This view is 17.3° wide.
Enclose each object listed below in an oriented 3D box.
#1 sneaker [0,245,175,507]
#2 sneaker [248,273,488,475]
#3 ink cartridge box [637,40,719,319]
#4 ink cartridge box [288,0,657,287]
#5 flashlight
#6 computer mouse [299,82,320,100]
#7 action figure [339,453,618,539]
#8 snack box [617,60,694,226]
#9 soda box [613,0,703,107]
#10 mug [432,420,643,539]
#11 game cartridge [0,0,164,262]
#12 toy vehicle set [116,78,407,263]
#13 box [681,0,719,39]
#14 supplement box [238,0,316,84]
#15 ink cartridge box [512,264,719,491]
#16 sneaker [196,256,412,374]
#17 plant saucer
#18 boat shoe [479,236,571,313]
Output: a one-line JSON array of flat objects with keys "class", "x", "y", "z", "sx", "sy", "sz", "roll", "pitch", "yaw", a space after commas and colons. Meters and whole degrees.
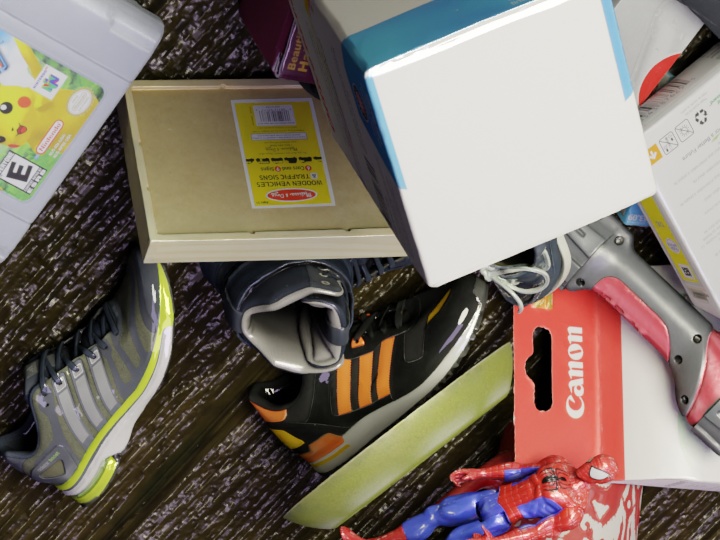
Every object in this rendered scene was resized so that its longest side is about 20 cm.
[{"class": "sneaker", "x": -0.184, "y": 0.069, "z": 1.608, "sx": 0.081, "sy": 0.074, "sz": 0.201, "roll": 16, "pitch": 112, "yaw": -23}, {"class": "sneaker", "x": 0.002, "y": 0.059, "z": 1.643, "sx": 0.090, "sy": 0.070, "sz": 0.200, "roll": 37, "pitch": 122, "yaw": -13}, {"class": "ink cartridge box", "x": 0.287, "y": -0.067, "z": 1.626, "sx": 0.197, "sy": 0.047, "sz": 0.201, "roll": -39, "pitch": 116, "yaw": -18}, {"class": "ink cartridge box", "x": 0.056, "y": -0.120, "z": 1.370, "sx": 0.145, "sy": 0.200, "sz": 0.147, "roll": -22, "pitch": 124, "yaw": -6}, {"class": "flashlight", "x": 0.203, "y": 0.040, "z": 1.661, "sx": 0.068, "sy": 0.200, "sz": 0.068, "roll": -42, "pitch": 170, "yaw": -34}, {"class": "computer mouse", "x": 0.036, "y": -0.098, "z": 1.522, "sx": 0.059, "sy": 0.200, "sz": 0.034, "roll": -19, "pitch": 134, "yaw": -54}, {"class": "action figure", "x": 0.085, "y": 0.169, "z": 1.634, "sx": 0.199, "sy": 0.066, "sz": 0.052, "roll": -21, "pitch": 139, "yaw": 8}, {"class": "snack box", "x": 0.286, "y": -0.084, "z": 1.691, "sx": 0.199, "sy": 0.037, "sz": 0.117, "roll": 4, "pitch": 118, "yaw": -21}, {"class": "soda box", "x": 0.170, "y": -0.157, "z": 1.592, "sx": 0.068, "sy": 0.064, "sz": 0.200, "roll": 28, "pitch": 108, "yaw": -30}, {"class": "mug", "x": 0.126, "y": 0.208, "z": 1.702, "sx": 0.177, "sy": 0.133, "sz": 0.201, "roll": 32, "pitch": 63, "yaw": -40}, {"class": "game cartridge", "x": -0.233, "y": -0.109, "z": 1.506, "sx": 0.133, "sy": 0.041, "sz": 0.200, "roll": 29, "pitch": 107, "yaw": -26}, {"class": "toy vehicle set", "x": -0.052, "y": -0.067, "z": 1.538, "sx": 0.199, "sy": 0.125, "sz": 0.027, "roll": -2, "pitch": 149, "yaw": -17}, {"class": "box", "x": 0.312, "y": -0.227, "z": 1.517, "sx": 0.200, "sy": 0.123, "sz": 0.199, "roll": 38, "pitch": 76, "yaw": -31}, {"class": "supplement box", "x": 0.040, "y": -0.185, "z": 1.509, "sx": 0.199, "sy": 0.103, "sz": 0.131, "roll": 9, "pitch": 117, "yaw": -23}, {"class": "ink cartridge box", "x": 0.208, "y": 0.073, "z": 1.697, "sx": 0.199, "sy": 0.050, "sz": 0.162, "roll": 7, "pitch": 73, "yaw": -23}, {"class": "sneaker", "x": 0.000, "y": 0.002, "z": 1.584, "sx": 0.201, "sy": 0.146, "sz": 0.077, "roll": -13, "pitch": 122, "yaw": -13}, {"class": "plant saucer", "x": 0.034, "y": 0.122, "z": 1.648, "sx": 0.200, "sy": 0.200, "sz": 0.031, "roll": -39, "pitch": 84, "yaw": 7}, {"class": "boat shoe", "x": 0.104, "y": -0.023, "z": 1.595, "sx": 0.062, "sy": 0.075, "sz": 0.200, "roll": -49, "pitch": 166, "yaw": -21}]
